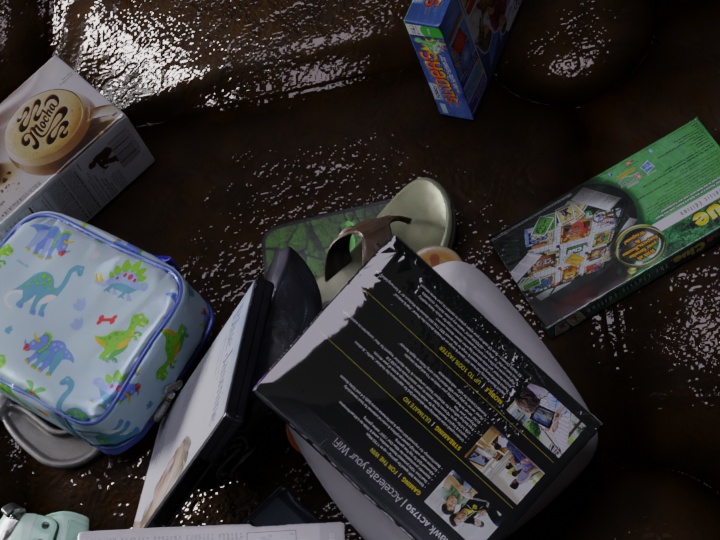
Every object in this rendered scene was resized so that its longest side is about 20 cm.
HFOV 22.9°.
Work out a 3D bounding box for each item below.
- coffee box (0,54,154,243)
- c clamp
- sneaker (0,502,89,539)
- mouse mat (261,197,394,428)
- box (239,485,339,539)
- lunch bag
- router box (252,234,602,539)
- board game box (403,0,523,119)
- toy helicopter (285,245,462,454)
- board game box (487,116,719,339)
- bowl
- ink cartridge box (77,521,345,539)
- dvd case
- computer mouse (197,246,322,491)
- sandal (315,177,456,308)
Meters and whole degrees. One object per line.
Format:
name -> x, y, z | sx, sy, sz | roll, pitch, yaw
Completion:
coffee box -> -0.302, -0.081, 1.600 | 0.200, 0.080, 0.113 | -43, 57, -10
c clamp -> -0.250, 0.081, 1.517 | 0.200, 0.027, 0.171 | -45, 56, -10
sneaker -> -0.225, 0.249, 1.374 | 0.200, 0.074, 0.118 | 17, 73, 30
mouse mat -> -0.002, 0.029, 1.477 | 0.161, 0.008, 0.200 | -13, 58, 11
box -> -0.047, 0.280, 1.315 | 0.159, 0.046, 0.200 | -43, 57, -10
lunch bag -> -0.229, 0.046, 1.465 | 0.200, 0.082, 0.161 | 23, 74, 30
router box -> 0.046, 0.096, 1.249 | 0.200, 0.051, 0.149 | 43, 83, 2
board game box -> 0.103, -0.250, 1.533 | 0.034, 0.135, 0.200 | 12, 64, 24
toy helicopter -> 0.035, 0.078, 1.382 | 0.132, 0.079, 0.200 | 25, 89, 3
board game box -> 0.213, -0.035, 1.433 | 0.200, 0.023, 0.105 | -29, 53, 0
bowl -> 0.062, 0.110, 1.312 | 0.200, 0.075, 0.200 | -37, 87, -8
ink cartridge box -> -0.107, 0.267, 1.298 | 0.200, 0.050, 0.161 | -1, 58, -5
dvd case -> -0.123, 0.115, 1.354 | 0.018, 0.200, 0.143 | 24, 43, -13
computer mouse -> -0.071, 0.080, 1.392 | 0.053, 0.139, 0.200 | 20, 72, -7
sandal -> 0.000, 0.001, 1.453 | 0.201, 0.057, 0.080 | -44, 54, -8
